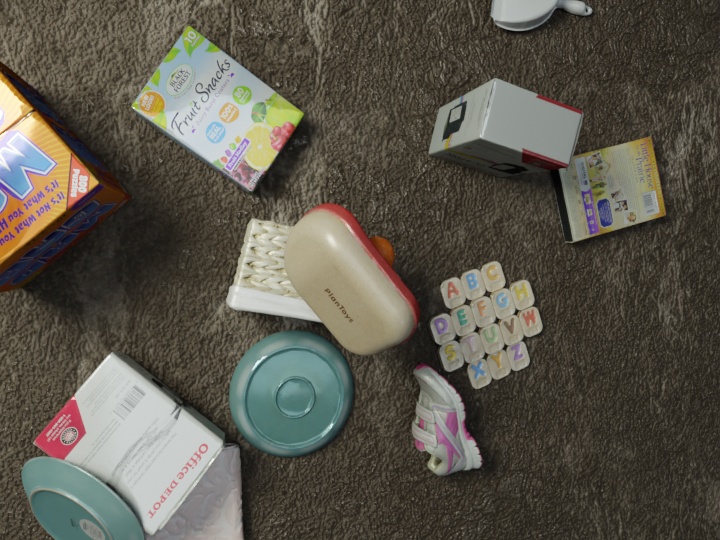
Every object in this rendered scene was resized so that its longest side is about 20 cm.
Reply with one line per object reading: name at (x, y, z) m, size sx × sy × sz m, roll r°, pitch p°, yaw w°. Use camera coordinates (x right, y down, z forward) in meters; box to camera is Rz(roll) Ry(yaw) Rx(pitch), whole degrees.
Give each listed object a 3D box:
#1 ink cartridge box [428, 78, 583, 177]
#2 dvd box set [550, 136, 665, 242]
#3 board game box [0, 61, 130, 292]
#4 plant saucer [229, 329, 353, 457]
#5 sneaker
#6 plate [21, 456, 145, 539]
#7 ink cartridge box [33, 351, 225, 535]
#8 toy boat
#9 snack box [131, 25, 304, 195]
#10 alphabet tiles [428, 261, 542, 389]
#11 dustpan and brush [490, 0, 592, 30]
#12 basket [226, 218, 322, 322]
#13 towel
ink cartridge box at (0.209, -0.205, 0.818) m, size 0.144 × 0.200 × 0.084 m, roll 14°, pitch 92°, yaw -14°
dvd box set at (0.442, -0.145, 0.965) m, size 0.197 × 0.029 × 0.148 m, roll -16°, pitch 96°, yaw -12°
board game box at (-0.442, -0.110, 0.657) m, size 0.200 × 0.200 × 0.200 m, roll -42°, pitch 101°, yaw -9°
plant saucer at (-0.104, 0.196, 0.845) m, size 0.197 × 0.027 × 0.203 m, roll -1°, pitch 93°, yaw -15°
sneaker at (0.124, 0.249, 0.876) m, size 0.087 × 0.081 × 0.202 m, roll -24°, pitch 97°, yaw -13°
plate at (-0.375, 0.329, 0.717) m, size 0.197 × 0.026 × 0.203 m, roll 10°, pitch 120°, yaw 17°
ink cartridge box at (-0.306, 0.232, 0.746) m, size 0.199 × 0.083 × 0.146 m, roll 40°, pitch 76°, yaw -5°
toy boat at (0.000, 0.000, 0.697) m, size 0.201 × 0.130 × 0.131 m, roll 51°, pitch 44°, yaw -9°
snack box at (-0.203, -0.227, 0.788) m, size 0.199 × 0.053 × 0.143 m, roll 35°, pitch 83°, yaw -13°
alphabet tiles at (0.216, 0.094, 0.927) m, size 0.198 × 0.015 × 0.198 m, roll -20°, pitch 97°, yaw -12°
dustpan and brush at (0.312, -0.465, 0.914) m, size 0.197 × 0.057 × 0.142 m, roll 7°, pitch 92°, yaw -7°
basket at (-0.085, 0.006, 0.786) m, size 0.197 × 0.135 × 0.125 m, roll 10°, pitch 88°, yaw -15°
towel at (-0.271, 0.370, 0.807) m, size 0.188 × 0.032 × 0.203 m, roll -3°, pitch 92°, yaw -13°
